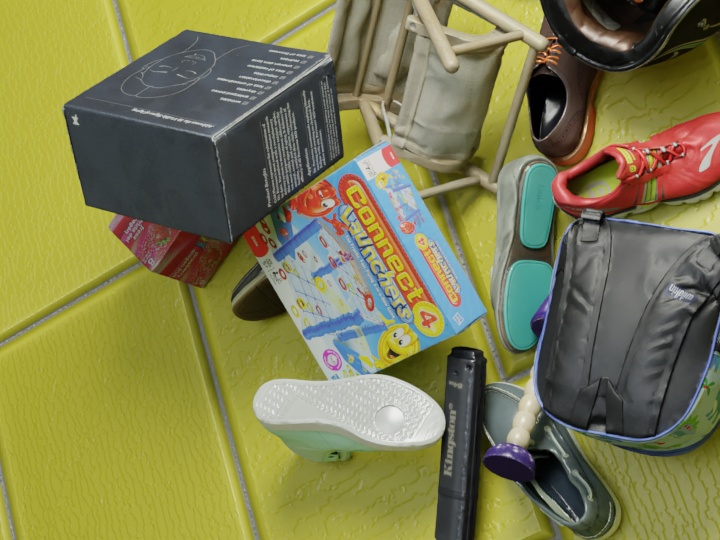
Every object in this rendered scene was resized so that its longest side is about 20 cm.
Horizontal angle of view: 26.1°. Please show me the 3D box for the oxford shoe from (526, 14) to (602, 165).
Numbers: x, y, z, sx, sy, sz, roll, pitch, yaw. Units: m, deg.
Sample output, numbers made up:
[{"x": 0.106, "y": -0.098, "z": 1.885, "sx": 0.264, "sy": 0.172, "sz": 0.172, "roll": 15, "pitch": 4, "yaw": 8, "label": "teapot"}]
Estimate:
[{"x": 0.205, "y": -0.211, "z": 1.570, "sx": 0.071, "sy": 0.073, "sz": 0.200, "roll": -5, "pitch": 76, "yaw": 31, "label": "oxford shoe"}]

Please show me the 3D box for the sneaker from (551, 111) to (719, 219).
[{"x": 0.276, "y": -0.097, "z": 1.490, "sx": 0.200, "sy": 0.085, "sz": 0.077, "roll": -25, "pitch": 68, "yaw": 26, "label": "sneaker"}]

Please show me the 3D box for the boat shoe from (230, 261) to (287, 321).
[{"x": -0.065, "y": -0.021, "z": 1.699, "sx": 0.200, "sy": 0.073, "sz": 0.065, "roll": -37, "pitch": 51, "yaw": 15, "label": "boat shoe"}]

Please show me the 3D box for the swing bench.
[{"x": 0.062, "y": -0.197, "z": 1.573, "sx": 0.200, "sy": 0.130, "sz": 0.199, "roll": 51, "pitch": 143, "yaw": 33, "label": "swing bench"}]

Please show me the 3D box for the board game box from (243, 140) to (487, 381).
[{"x": 0.000, "y": 0.000, "z": 1.569, "sx": 0.196, "sy": 0.056, "sz": 0.200, "roll": -29, "pitch": 92, "yaw": 45, "label": "board game box"}]

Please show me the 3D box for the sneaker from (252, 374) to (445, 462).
[{"x": 0.001, "y": 0.158, "z": 1.592, "sx": 0.200, "sy": 0.118, "sz": 0.074, "roll": 5, "pitch": 66, "yaw": 20, "label": "sneaker"}]

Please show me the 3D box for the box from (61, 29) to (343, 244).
[{"x": -0.155, "y": -0.141, "z": 1.572, "sx": 0.200, "sy": 0.197, "sz": 0.124, "roll": 15, "pitch": 126, "yaw": 32, "label": "box"}]

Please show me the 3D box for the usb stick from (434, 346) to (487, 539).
[{"x": 0.100, "y": 0.177, "z": 1.535, "sx": 0.055, "sy": 0.033, "sz": 0.200, "roll": -170, "pitch": 84, "yaw": -68, "label": "usb stick"}]

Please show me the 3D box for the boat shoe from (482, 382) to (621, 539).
[{"x": 0.171, "y": 0.178, "z": 1.500, "sx": 0.073, "sy": 0.062, "sz": 0.200, "roll": -50, "pitch": 57, "yaw": 16, "label": "boat shoe"}]

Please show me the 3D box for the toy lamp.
[{"x": 0.174, "y": 0.104, "z": 1.489, "sx": 0.058, "sy": 0.058, "sz": 0.200, "roll": 3, "pitch": 58, "yaw": 32, "label": "toy lamp"}]

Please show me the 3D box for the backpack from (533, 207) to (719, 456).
[{"x": 0.264, "y": 0.066, "z": 1.419, "sx": 0.183, "sy": 0.147, "sz": 0.200, "roll": 12, "pitch": 80, "yaw": 33, "label": "backpack"}]

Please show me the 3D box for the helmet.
[{"x": 0.281, "y": -0.296, "z": 1.474, "sx": 0.200, "sy": 0.200, "sz": 0.191, "roll": 24, "pitch": 49, "yaw": 34, "label": "helmet"}]

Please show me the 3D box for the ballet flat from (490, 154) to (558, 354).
[{"x": 0.161, "y": -0.016, "z": 1.563, "sx": 0.064, "sy": 0.067, "sz": 0.200, "roll": 3, "pitch": 86, "yaw": 62, "label": "ballet flat"}]

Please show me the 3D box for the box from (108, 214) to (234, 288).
[{"x": -0.179, "y": -0.091, "z": 1.763, "sx": 0.095, "sy": 0.100, "sz": 0.200, "roll": 42, "pitch": 101, "yaw": 32, "label": "box"}]
